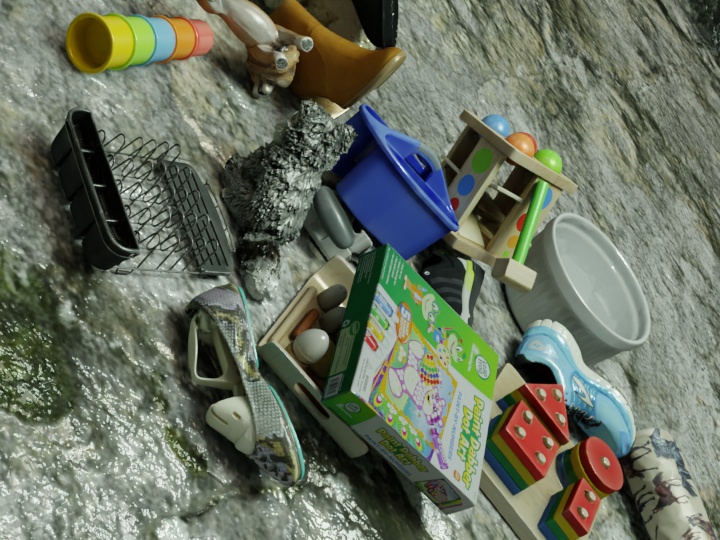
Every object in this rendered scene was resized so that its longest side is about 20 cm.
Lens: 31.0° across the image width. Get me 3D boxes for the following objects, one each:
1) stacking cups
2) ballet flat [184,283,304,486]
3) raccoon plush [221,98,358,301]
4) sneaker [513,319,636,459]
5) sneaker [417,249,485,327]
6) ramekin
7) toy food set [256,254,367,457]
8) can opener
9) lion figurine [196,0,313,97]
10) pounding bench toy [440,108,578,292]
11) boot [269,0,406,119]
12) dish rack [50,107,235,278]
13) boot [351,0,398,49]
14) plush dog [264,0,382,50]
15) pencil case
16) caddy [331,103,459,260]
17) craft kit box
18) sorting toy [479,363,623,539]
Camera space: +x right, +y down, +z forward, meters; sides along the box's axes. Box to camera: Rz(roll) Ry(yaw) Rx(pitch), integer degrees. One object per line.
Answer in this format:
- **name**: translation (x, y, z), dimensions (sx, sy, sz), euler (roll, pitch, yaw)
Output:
- **stacking cups**: translation (-0.221, -0.245, 1.356), dimensions (0.061, 0.060, 0.200), euler (56, 30, 4)
- **ballet flat**: translation (-0.114, 0.107, 1.168), dimensions (0.072, 0.072, 0.201), euler (7, 54, -50)
- **raccoon plush**: translation (-0.060, -0.075, 1.335), dimensions (0.097, 0.134, 0.201), euler (20, 45, -44)
- **sneaker**: translation (0.258, 0.162, 1.615), dimensions (0.200, 0.078, 0.090), euler (49, 50, -2)
- **sneaker**: translation (0.085, 0.043, 1.502), dimensions (0.082, 0.072, 0.200), euler (27, 33, -3)
- **ramekin**: translation (0.281, 0.035, 1.717), dimensions (0.200, 0.105, 0.201), euler (33, 37, -30)
- **toy food set**: translation (-0.013, 0.081, 1.318), dimensions (0.144, 0.060, 0.200), euler (49, 32, -8)
- **can opener**: translation (0.000, 0.000, 1.420), dimensions (0.200, 0.053, 0.066), euler (55, 13, -2)
- **lion figurine**: translation (-0.129, -0.276, 1.442), dimensions (0.200, 0.072, 0.122), euler (52, -13, -31)
- **pounding bench toy**: translation (0.182, -0.084, 1.580), dimensions (0.124, 0.156, 0.200), euler (24, 16, -39)
- **boot**: translation (-0.040, -0.255, 1.498), dimensions (0.071, 0.201, 0.144), euler (-39, 96, -30)
- **dish rack**: translation (-0.193, -0.064, 1.225), dimensions (0.199, 0.054, 0.154), euler (6, 56, -51)
- **boot**: translation (-0.038, -0.353, 1.538), dimensions (0.073, 0.161, 0.200), euler (43, 43, -83)
- **plush dog**: translation (-0.018, -0.334, 1.660), dimensions (0.200, 0.160, 0.172), euler (55, 8, 3)
- **pencil case**: translation (0.380, 0.293, 1.619), dimensions (0.077, 0.089, 0.201), euler (7, 52, -34)
- **caddy**: translation (0.041, -0.103, 1.478), dimensions (0.200, 0.105, 0.142), euler (41, 16, -51)
- **craft kit box**: translation (0.056, 0.108, 1.307), dimensions (0.198, 0.048, 0.201), euler (46, 39, -30)
- **sorting toy**: translation (0.215, 0.215, 1.486), dimensions (0.200, 0.070, 0.199), euler (51, 31, -3)
